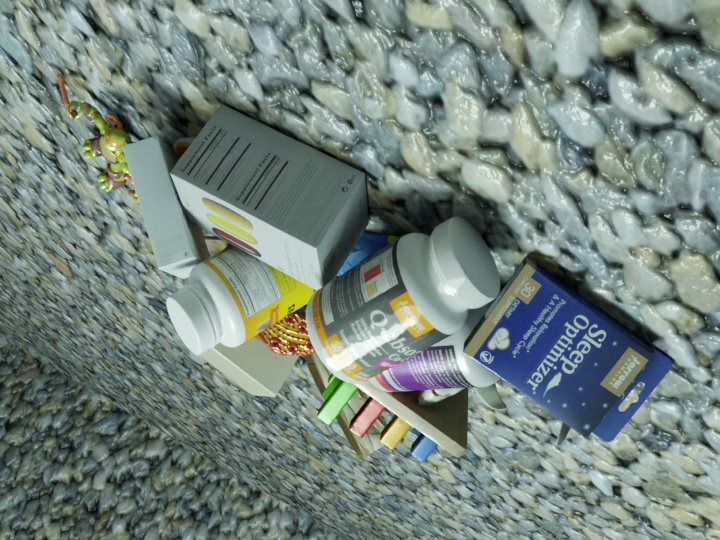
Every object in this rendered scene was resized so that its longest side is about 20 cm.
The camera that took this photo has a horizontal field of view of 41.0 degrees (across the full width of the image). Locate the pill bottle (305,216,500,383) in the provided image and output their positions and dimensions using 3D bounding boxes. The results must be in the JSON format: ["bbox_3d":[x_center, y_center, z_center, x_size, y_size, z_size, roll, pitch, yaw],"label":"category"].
[{"bbox_3d":[0.045,0.032,1.041,0.198,0.118,0.116,-31,119,29],"label":"pill bottle"}]

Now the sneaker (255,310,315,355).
[{"bbox_3d":[-0.141,0.064,1.376,0.197,0.074,0.077,21,-166,13],"label":"sneaker"}]

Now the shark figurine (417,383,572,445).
[{"bbox_3d":[0.188,0.132,1.233,0.210,0.131,0.090,15,-177,-1],"label":"shark figurine"}]

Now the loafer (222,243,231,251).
[{"bbox_3d":[-0.164,-0.004,1.403,0.075,0.069,0.200,23,173,0],"label":"loafer"}]

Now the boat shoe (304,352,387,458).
[{"bbox_3d":[-0.021,0.171,1.410,0.202,0.064,0.072,60,165,7],"label":"boat shoe"}]

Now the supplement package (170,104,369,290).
[{"bbox_3d":[-0.101,-0.082,1.113,0.197,0.110,0.114,27,157,17],"label":"supplement package"}]

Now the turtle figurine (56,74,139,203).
[{"bbox_3d":[-0.346,-0.175,1.323,0.201,0.064,0.161,52,159,-8],"label":"turtle figurine"}]

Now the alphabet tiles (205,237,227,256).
[{"bbox_3d":[-0.151,0.006,1.494,0.198,0.008,0.167,5,144,51],"label":"alphabet tiles"}]

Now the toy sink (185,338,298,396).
[{"bbox_3d":[-0.199,0.092,1.553,0.199,0.132,0.111,39,158,-22],"label":"toy sink"}]

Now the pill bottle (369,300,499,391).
[{"bbox_3d":[0.100,0.083,1.139,0.197,0.114,0.113,-8,137,37],"label":"pill bottle"}]

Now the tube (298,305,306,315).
[{"bbox_3d":[-0.076,0.064,1.423,0.051,0.059,0.199,32,157,-20],"label":"tube"}]

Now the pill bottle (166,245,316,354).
[{"bbox_3d":[-0.135,0.019,1.183,0.109,0.198,0.111,41,149,32],"label":"pill bottle"}]

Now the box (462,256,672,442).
[{"bbox_3d":[0.223,0.092,1.027,0.198,0.122,0.032,34,-162,-3],"label":"box"}]

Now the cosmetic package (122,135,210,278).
[{"bbox_3d":[-0.240,-0.074,1.224,0.200,0.051,0.154,116,139,-85],"label":"cosmetic package"}]

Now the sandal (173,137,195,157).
[{"bbox_3d":[-0.163,-0.091,1.246,0.206,0.060,0.079,39,156,-13],"label":"sandal"}]

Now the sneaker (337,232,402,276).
[{"bbox_3d":[0.000,0.000,1.187,0.198,0.079,0.066,7,148,50],"label":"sneaker"}]

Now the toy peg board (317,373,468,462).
[{"bbox_3d":[0.040,0.168,1.300,0.198,0.098,0.201,36,-159,-6],"label":"toy peg board"}]
